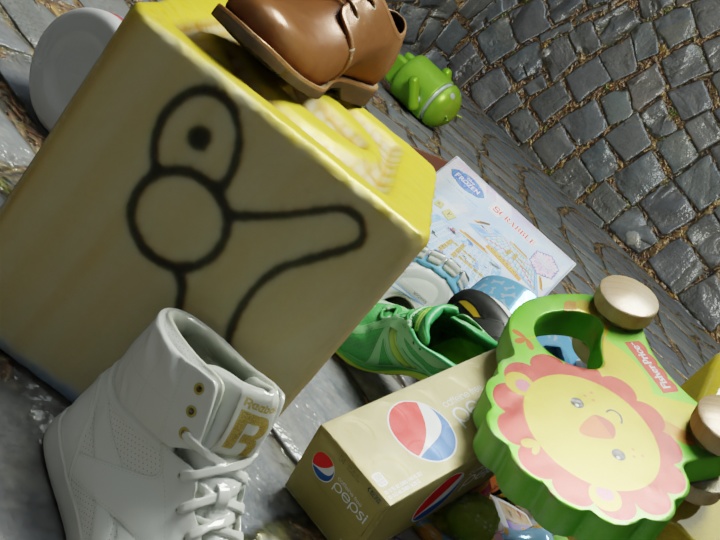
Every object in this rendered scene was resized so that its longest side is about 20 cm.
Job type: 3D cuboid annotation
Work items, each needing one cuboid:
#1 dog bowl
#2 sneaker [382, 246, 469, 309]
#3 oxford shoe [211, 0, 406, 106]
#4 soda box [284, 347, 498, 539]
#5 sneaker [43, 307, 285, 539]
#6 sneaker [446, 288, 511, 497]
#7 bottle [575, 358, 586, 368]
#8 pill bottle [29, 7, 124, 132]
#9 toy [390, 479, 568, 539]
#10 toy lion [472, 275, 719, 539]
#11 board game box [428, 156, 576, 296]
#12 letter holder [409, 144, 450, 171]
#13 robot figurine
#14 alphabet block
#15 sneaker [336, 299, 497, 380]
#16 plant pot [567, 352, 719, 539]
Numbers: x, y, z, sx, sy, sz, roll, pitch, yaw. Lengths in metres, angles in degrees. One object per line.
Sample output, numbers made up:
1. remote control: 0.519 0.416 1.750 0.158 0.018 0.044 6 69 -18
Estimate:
1. dog bowl: 0.169 0.084 0.962 0.111 0.050 0.200 6 -41 54
2. sneaker: 0.000 0.000 0.923 0.199 0.087 0.075 24 -17 18
3. oxford shoe: -0.023 -0.145 0.551 0.071 0.071 0.200 44 19 7
4. soda box: 0.049 0.117 0.638 0.200 0.064 0.068 -16 53 -46
5. sneaker: -0.074 0.106 0.424 0.074 0.116 0.200 22 27 -50
6. sneaker: 0.105 0.100 0.827 0.090 0.070 0.201 15 52 -44
7. bottle: 0.264 0.174 0.910 0.065 0.083 0.201 61 10 -84
8. pill bottle: -0.184 -0.156 0.840 0.112 0.112 0.200 46 19 18
9. toy: 0.083 0.175 0.699 0.200 0.047 0.115 33 17 -26
10. toy lion: 0.156 0.093 0.643 0.191 0.069 0.200 -2 42 -25
11. board game box: 0.123 -0.015 1.098 0.200 0.041 0.199 44 51 9
12. letter holder: 0.112 -0.065 1.271 0.142 0.101 0.200 15 30 -51
13. robot figurine: 0.150 -0.415 2.184 0.200 0.116 0.175 46 34 13
14. alphabet block: -0.088 -0.027 0.576 0.195 0.200 0.197 38 17 -8
15. sneaker: 0.052 0.053 0.785 0.199 0.084 0.074 21 47 27
16. plant pot: 0.275 0.224 0.741 0.200 0.200 0.176 44 39 11
